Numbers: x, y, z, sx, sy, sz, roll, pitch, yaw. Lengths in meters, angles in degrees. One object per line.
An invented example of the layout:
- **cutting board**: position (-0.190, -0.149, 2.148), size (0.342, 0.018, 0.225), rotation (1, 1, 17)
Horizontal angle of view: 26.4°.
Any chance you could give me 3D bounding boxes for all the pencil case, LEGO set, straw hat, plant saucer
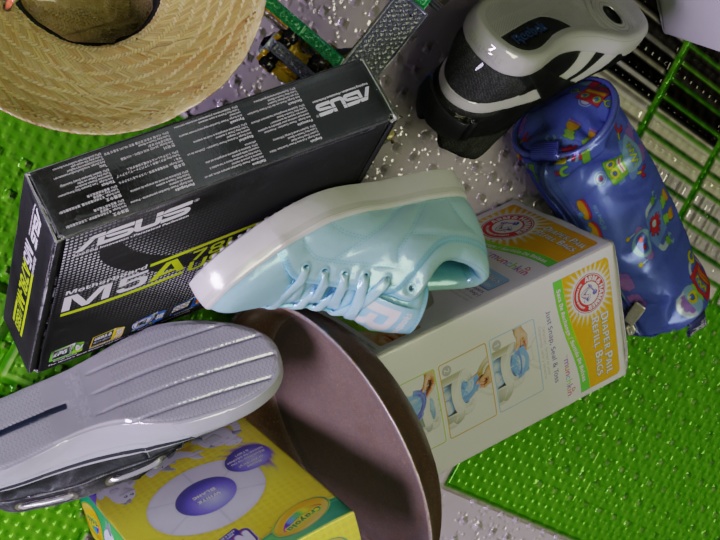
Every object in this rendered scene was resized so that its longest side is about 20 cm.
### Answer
- **pencil case**: position (0.177, -0.037, 1.072), size (0.201, 0.078, 0.087), rotation (56, 51, -33)
- **LEGO set**: position (0.000, -0.187, 0.909), size (0.153, 0.116, 0.201), rotation (32, 86, -7)
- **straw hat**: position (-0.150, -0.158, 0.814), size (0.199, 0.085, 0.203), rotation (3, 78, -16)
- **plant saucer**: position (-0.013, 0.105, 0.935), size (0.032, 0.200, 0.202), rotation (-27, 120, -29)

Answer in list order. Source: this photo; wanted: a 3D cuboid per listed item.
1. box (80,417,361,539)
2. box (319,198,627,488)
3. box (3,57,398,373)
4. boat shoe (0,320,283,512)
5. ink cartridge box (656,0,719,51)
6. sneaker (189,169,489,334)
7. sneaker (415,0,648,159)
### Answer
- **box**: position (-0.081, 0.155, 0.909), size (0.117, 0.200, 0.049), rotation (-25, 120, -22)
- **box**: position (0.064, 0.045, 1.012), size (0.199, 0.112, 0.102), rotation (-24, 119, -24)
- **box**: position (-0.095, -0.026, 0.854), size (0.199, 0.193, 0.048), rotation (-22, 76, -25)
- **boat shoe**: position (-0.140, 0.088, 0.919), size (0.198, 0.073, 0.071), rotation (-16, 146, -2)
- **ink cartridge box**: position (0.317, -0.223, 1.050), size (0.199, 0.146, 0.085), rotation (-30, 122, -19)
- **sneaker**: position (0.000, 0.000, 0.869), size (0.199, 0.082, 0.074), rotation (-19, 162, -35)
- **sneaker**: position (0.102, -0.133, 1.005), size (0.199, 0.073, 0.112), rotation (-21, 157, -50)
